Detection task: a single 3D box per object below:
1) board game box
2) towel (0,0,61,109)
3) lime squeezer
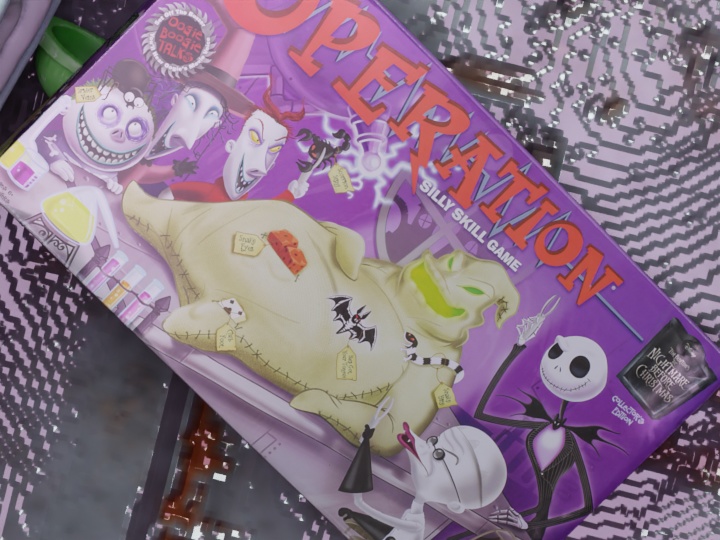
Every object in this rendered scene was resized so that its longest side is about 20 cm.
[{"bbox_3d":[0.000,0.000,0.842,0.200,0.032,0.120,44,89,-12],"label":"board game box"},{"bbox_3d":[-0.175,-0.089,0.824,0.171,0.048,0.200,33,101,12],"label":"towel"},{"bbox_3d":[-0.098,-0.046,0.855,0.200,0.038,0.071,-5,92,1],"label":"lime squeezer"}]
